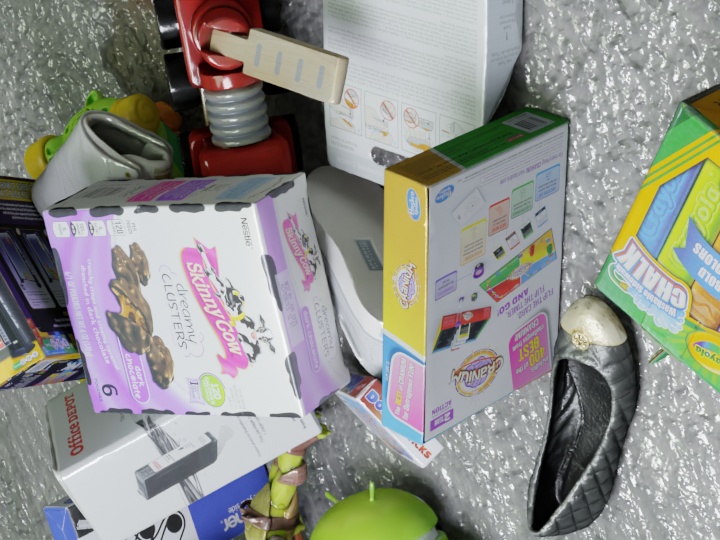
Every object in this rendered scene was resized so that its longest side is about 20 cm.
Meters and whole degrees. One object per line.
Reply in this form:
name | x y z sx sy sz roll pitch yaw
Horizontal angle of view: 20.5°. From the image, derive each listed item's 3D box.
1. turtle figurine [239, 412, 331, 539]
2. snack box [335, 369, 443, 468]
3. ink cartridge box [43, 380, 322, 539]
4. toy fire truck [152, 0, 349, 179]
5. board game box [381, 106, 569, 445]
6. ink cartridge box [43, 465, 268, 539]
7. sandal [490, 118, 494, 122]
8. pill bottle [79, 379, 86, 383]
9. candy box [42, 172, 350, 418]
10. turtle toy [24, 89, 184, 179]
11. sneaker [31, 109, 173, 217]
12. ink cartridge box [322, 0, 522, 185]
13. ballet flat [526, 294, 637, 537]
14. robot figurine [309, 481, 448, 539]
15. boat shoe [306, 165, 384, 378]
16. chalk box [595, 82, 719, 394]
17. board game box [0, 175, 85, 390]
turtle figurine | -0.069 0.198 1.682 0.064 0.200 0.162 10 98 0
snack box | 0.017 0.111 1.519 0.072 0.024 0.200 46 175 -4
ink cartridge box | -0.147 0.119 1.619 0.084 0.200 0.144 63 179 -24
toy fire truck | -0.077 -0.126 1.483 0.200 0.128 0.176 -112 13 -71
board game box | 0.080 0.003 1.393 0.040 0.153 0.200 23 124 38
ink cartridge box | -0.169 0.207 1.727 0.044 0.200 0.094 -7 104 51
sandal | 0.079 -0.021 1.475 0.076 0.043 0.200 24 115 32
pill bottle | -0.209 0.052 1.761 0.112 0.112 0.200 -34 84 50
candy box | -0.122 0.019 1.481 0.200 0.072 0.168 -1 110 33
turtle toy | -0.186 -0.059 1.684 0.146 0.101 0.200 -19 92 37
sneaker | -0.168 -0.035 1.571 0.200 0.074 0.116 44 132 6
ink cartridge box | 0.044 -0.153 1.435 0.162 0.050 0.200 22 126 39
ballet flat | 0.158 0.110 1.436 0.066 0.057 0.200 26 127 36
robot figurine | 0.028 0.266 1.609 0.175 0.116 0.200 -20 93 55
boat shoe | 0.000 0.000 1.499 0.200 0.072 0.069 -119 35 -43
chalk box | 0.241 -0.011 1.236 0.124 0.125 0.200 43 136 25
board game box | -0.268 0.007 1.569 0.057 0.200 0.165 -33 82 12
